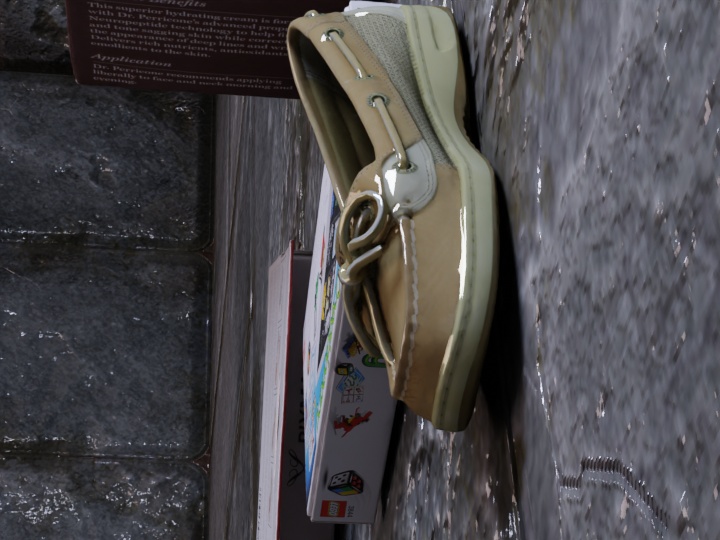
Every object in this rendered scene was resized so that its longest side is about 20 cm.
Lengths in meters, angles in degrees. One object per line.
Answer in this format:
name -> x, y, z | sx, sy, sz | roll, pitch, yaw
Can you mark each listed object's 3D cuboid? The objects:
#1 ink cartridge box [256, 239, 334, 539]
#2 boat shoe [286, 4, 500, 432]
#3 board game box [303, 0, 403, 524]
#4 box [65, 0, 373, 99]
ink cartridge box -> -0.032, 0.089, 0.922 | 0.174, 0.043, 0.202 | 147, 126, -80
boat shoe -> 0.008, -0.026, 0.562 | 0.202, 0.062, 0.074 | -94, 10, -46
board game box -> 0.000, 0.000, 0.731 | 0.127, 0.034, 0.201 | -94, 10, -47
box -> -0.075, -0.208, 0.893 | 0.200, 0.164, 0.166 | 116, 156, -72
